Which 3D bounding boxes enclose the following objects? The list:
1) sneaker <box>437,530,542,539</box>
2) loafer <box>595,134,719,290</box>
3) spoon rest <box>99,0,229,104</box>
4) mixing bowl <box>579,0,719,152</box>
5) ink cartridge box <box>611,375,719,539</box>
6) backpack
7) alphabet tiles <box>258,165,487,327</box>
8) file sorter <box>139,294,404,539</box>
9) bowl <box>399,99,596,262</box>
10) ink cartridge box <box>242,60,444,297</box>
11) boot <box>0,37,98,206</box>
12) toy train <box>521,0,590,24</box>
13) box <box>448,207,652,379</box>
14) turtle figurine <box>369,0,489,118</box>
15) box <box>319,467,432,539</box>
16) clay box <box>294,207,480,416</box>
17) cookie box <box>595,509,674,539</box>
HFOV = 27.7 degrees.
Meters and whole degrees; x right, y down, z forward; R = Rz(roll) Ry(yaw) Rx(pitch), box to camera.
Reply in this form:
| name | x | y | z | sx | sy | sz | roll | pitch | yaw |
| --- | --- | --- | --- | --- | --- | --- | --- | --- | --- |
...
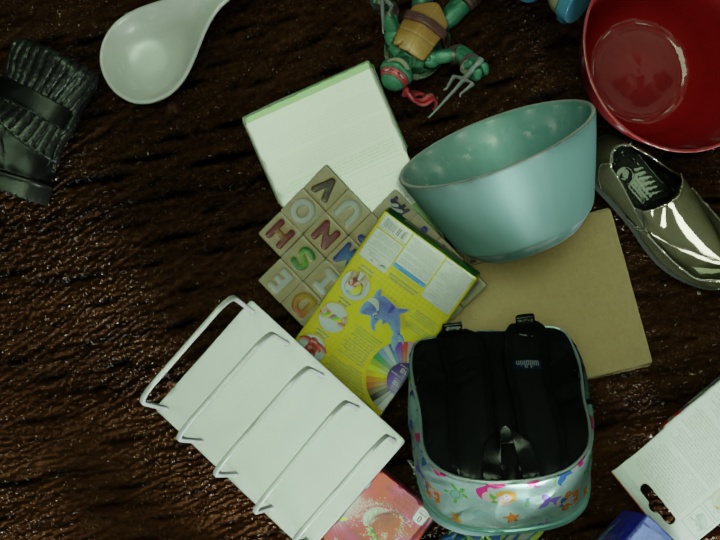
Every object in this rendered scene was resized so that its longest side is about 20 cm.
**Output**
| name | x | y | z | sx | sy | sz | roll | pitch | yaw |
| --- | --- | --- | --- | --- | --- | --- | --- | --- | --- |
| sneaker | 0.114 | 0.268 | 1.403 | 0.076 | 0.105 | 0.200 | 44 | 88 | 8 |
| loafer | 0.301 | -0.056 | 1.442 | 0.200 | 0.070 | 0.075 | 41 | 87 | -1 |
| spoon rest | -0.184 | -0.254 | 1.519 | 0.200 | 0.061 | 0.100 | -37 | 81 | -2 |
| mixing bowl | 0.293 | -0.207 | 1.440 | 0.198 | 0.108 | 0.202 | 1 | 85 | -13 |
| ink cartridge box | 0.353 | 0.174 | 1.426 | 0.200 | 0.050 | 0.109 | -39 | 82 | 0 |
| backpack | 0.131 | 0.158 | 1.358 | 0.176 | 0.201 | 0.152 | -4 | 123 | -1 |
| alphabet tiles | 0.000 | 0.000 | 1.466 | 0.167 | 0.008 | 0.200 | -44 | 90 | 10 |
| file sorter | -0.081 | 0.139 | 1.326 | 0.200 | 0.125 | 0.139 | 41 | 87 | 9 |
| bowl | 0.147 | -0.079 | 1.419 | 0.199 | 0.201 | 0.106 | -21 | 108 | 1 |
| ink cartridge box | -0.016 | -0.094 | 1.493 | 0.145 | 0.048 | 0.201 | -24 | 95 | 1 |
| boot | -0.390 | -0.172 | 1.512 | 0.210 | 0.079 | 0.159 | 19 | 91 | -4 |
| toy train | 0.217 | -0.326 | 1.459 | 0.116 | 0.085 | 0.200 | 39 | 55 | 18 |
| box | 0.177 | 0.040 | 1.470 | 0.198 | 0.021 | 0.165 | -14 | 81 | 2 |
| turtle figurine | 0.065 | -0.250 | 1.480 | 0.149 | 0.101 | 0.201 | 32 | 68 | -10 |
| box | -0.028 | 0.213 | 1.423 | 0.199 | 0.100 | 0.096 | 37 | 86 | 8 |
| clay box | 0.015 | 0.052 | 1.443 | 0.115 | 0.048 | 0.201 | 36 | 101 | 2 |
| cookie box | 0.223 | 0.309 | 1.341 | 0.075 | 0.200 | 0.171 | 41 | 87 | 9 |
